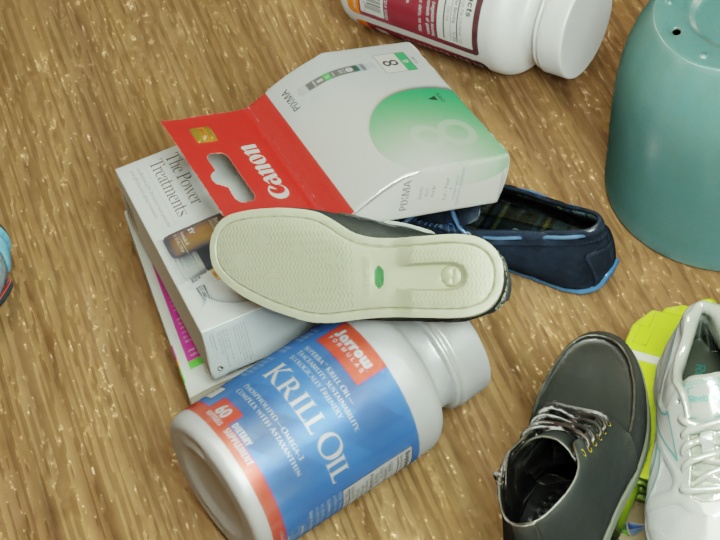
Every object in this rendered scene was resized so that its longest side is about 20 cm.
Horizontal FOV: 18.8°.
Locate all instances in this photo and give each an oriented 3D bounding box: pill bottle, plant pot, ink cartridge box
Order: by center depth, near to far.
[{"bbox_3d":[-0.016,0.093,1.434,0.199,0.113,0.112,-33,51,-19],"label":"pill bottle"},{"bbox_3d":[-0.019,-0.093,1.524,0.199,0.050,0.161,-9,39,-26],"label":"ink cartridge box"},{"bbox_3d":[0.271,-0.126,1.552,0.199,0.161,0.201,-5,48,5],"label":"plant pot"},{"bbox_3d":[0.091,-0.220,1.699,0.199,0.113,0.113,23,55,25],"label":"pill bottle"}]

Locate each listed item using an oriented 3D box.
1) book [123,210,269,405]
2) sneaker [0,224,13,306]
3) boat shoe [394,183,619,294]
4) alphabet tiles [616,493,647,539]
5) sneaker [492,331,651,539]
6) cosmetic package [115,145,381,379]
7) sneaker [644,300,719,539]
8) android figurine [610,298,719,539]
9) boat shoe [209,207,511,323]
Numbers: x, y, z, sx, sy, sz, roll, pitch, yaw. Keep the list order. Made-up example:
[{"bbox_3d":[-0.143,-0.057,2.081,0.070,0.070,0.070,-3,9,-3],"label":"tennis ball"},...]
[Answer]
[{"bbox_3d":[-0.085,0.008,1.568,0.133,0.048,0.201,-18,46,-6],"label":"book"},{"bbox_3d":[-0.354,0.015,1.582,0.199,0.080,0.096,-11,49,-1],"label":"sneaker"},{"bbox_3d":[0.095,-0.048,1.572,0.199,0.069,0.084,12,51,19],"label":"boat shoe"},{"bbox_3d":[0.214,0.196,1.376,0.167,0.008,0.200,-34,52,-20],"label":"alphabet tiles"},{"bbox_3d":[0.135,0.103,1.350,0.074,0.106,0.201,6,54,16],"label":"sneaker"},{"bbox_3d":[-0.072,-0.028,1.539,0.150,0.052,0.200,-21,43,-12],"label":"cosmetic package"},{"bbox_3d":[0.210,0.109,1.346,0.070,0.080,0.201,-2,55,4],"label":"sneaker"},{"bbox_3d":[0.219,0.099,1.429,0.181,0.041,0.201,13,55,21],"label":"android figurine"},{"bbox_3d":[0.000,0.000,1.414,0.199,0.068,0.072,7,91,13],"label":"boat shoe"}]
